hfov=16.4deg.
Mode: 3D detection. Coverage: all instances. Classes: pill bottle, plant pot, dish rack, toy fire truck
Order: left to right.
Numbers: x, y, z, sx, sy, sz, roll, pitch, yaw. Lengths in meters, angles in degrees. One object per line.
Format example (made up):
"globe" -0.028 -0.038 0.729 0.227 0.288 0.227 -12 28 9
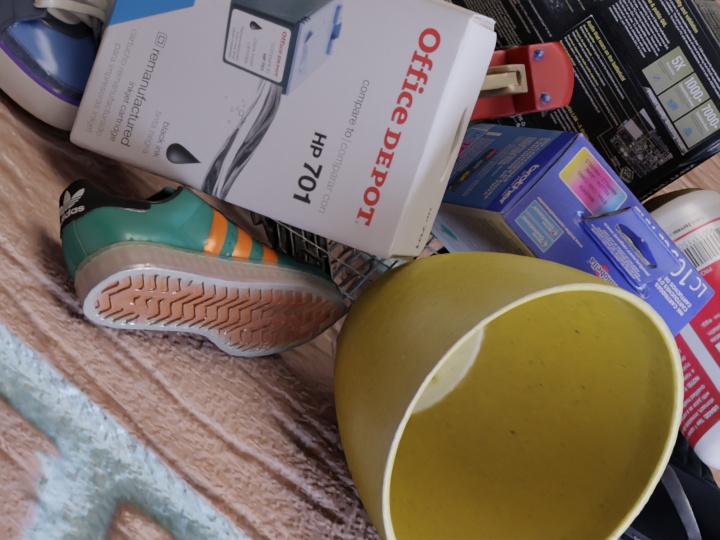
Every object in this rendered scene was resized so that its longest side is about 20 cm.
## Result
"dish rack" 0.000 0.000 1.552 0.199 0.055 0.154 34 26 -27
"toy fire truck" 0.061 -0.118 1.610 0.198 0.141 0.049 -9 93 -22
"plant pot" 0.063 0.069 1.424 0.199 0.201 0.142 27 8 -40
"pill bottle" 0.244 0.057 1.642 0.201 0.112 0.112 57 25 17

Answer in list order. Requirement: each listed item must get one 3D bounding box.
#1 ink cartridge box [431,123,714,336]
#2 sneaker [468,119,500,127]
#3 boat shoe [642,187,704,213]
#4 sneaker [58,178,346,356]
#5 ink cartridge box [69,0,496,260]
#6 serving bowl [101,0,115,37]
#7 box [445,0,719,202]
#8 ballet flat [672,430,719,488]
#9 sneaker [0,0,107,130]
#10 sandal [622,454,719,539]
"ink cartridge box" 0.124 -0.015 1.516 0.137 0.076 0.200 48 -9 -18
"sneaker" 0.082 -0.104 1.801 0.089 0.076 0.200 65 16 -4
"boat shoe" 0.252 0.008 1.831 0.201 0.073 0.064 58 19 -61
"sneaker" -0.086 -0.008 1.390 0.199 0.071 0.080 15 45 -50
"ink cartridge box" -0.042 -0.106 1.408 0.199 0.148 0.086 20 4 12
"serving bowl" -0.092 -0.172 1.573 0.199 0.066 0.200 30 21 -12
"box" 0.168 -0.151 1.736 0.201 0.163 0.086 59 19 6
"ballet flat" 0.210 0.145 1.688 0.057 0.066 0.201 13 49 -62
"sneaker" -0.168 -0.198 1.439 0.080 0.146 0.201 18 38 -49
"sandal" 0.186 0.146 1.633 0.200 0.076 0.043 48 21 26
